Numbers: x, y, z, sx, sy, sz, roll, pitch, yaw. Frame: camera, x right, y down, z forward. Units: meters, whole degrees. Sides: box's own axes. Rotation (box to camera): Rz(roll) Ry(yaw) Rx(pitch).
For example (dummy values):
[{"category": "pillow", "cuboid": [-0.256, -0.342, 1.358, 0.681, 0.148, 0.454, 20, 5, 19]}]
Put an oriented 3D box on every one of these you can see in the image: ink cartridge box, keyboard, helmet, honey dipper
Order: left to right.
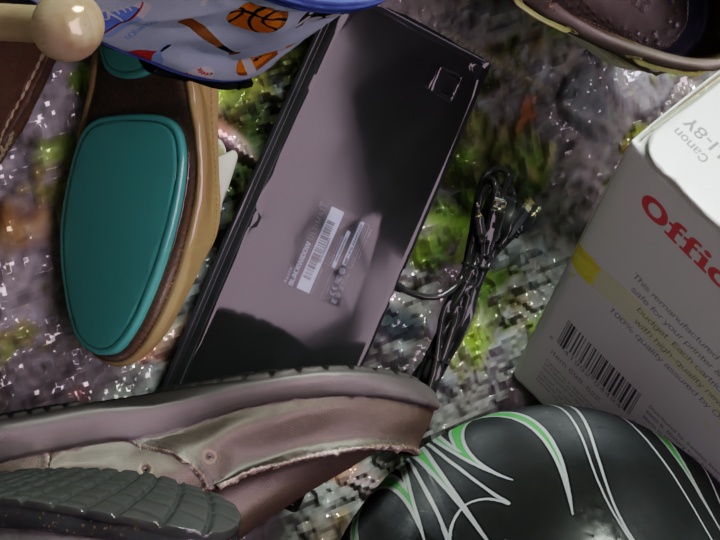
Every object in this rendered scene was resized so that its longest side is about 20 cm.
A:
[{"category": "honey dipper", "cuboid": [-0.143, -0.084, 0.970, 0.038, 0.200, 0.038, -4, 98, -35]}, {"category": "keyboard", "cuboid": [0.000, 0.000, 1.188, 0.127, 0.021, 0.200, 25, 87, -29]}, {"category": "helmet", "cuboid": [0.076, 0.147, 1.161, 0.200, 0.191, 0.200, -20, 138, -19]}, {"category": "ink cartridge box", "cuboid": [0.158, 0.024, 1.177, 0.083, 0.200, 0.145, -38, 76, -26]}]

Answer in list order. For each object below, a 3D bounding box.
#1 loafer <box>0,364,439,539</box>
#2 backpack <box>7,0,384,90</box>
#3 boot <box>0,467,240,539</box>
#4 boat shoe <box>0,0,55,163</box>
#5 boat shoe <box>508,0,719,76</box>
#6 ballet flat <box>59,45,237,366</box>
[{"category": "loafer", "cuboid": [-0.065, 0.078, 1.113, 0.200, 0.073, 0.071, -9, 89, -16]}, {"category": "backpack", "cuboid": [-0.051, -0.166, 1.007, 0.200, 0.154, 0.191, 13, 68, -35]}, {"category": "boot", "cuboid": [-0.133, 0.138, 1.033, 0.070, 0.200, 0.132, -15, 104, -71]}, {"category": "boat shoe", "cuboid": [-0.156, -0.036, 1.045, 0.075, 0.075, 0.202, 41, 72, -32]}, {"category": "boat shoe", "cuboid": [0.075, -0.132, 1.162, 0.200, 0.060, 0.072, 29, 85, -35]}, {"category": "ballet flat", "cuboid": [-0.070, -0.064, 1.112, 0.063, 0.069, 0.200, -3, 100, -50]}]
